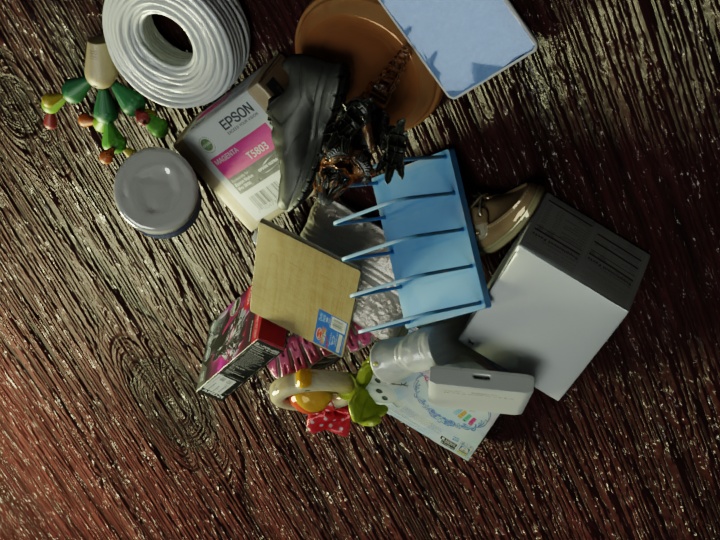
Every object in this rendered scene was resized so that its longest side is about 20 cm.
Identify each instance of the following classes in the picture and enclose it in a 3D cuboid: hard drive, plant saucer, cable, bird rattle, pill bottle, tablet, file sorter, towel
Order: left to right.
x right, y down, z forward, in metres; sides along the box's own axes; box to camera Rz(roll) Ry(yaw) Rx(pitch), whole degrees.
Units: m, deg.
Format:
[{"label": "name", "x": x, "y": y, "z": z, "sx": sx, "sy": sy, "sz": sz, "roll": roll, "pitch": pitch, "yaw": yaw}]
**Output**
[{"label": "pill bottle", "x": -0.270, "y": -0.100, "z": 1.798, "sx": 0.110, "sy": 0.111, "sz": 0.200, "roll": 35, "pitch": 175, "yaw": -3}, {"label": "cable", "x": -0.236, "y": -0.302, "z": 1.682, "sx": 0.198, "sy": 0.069, "sz": 0.201, "roll": -9, "pitch": 123, "yaw": 36}, {"label": "bird rattle", "x": -0.053, "y": 0.169, "z": 1.895, "sx": 0.162, "sy": 0.114, "sz": 0.199, "roll": 12, "pitch": 163, "yaw": -31}, {"label": "towel", "x": 0.000, "y": 0.000, "z": 1.790, "sx": 0.199, "sy": 0.034, "sz": 0.133, "roll": 30, "pitch": 100, "yaw": 3}, {"label": "plant saucer", "x": 0.006, "y": -0.247, "z": 1.612, "sx": 0.198, "sy": 0.038, "sz": 0.202, "roll": 17, "pitch": 135, "yaw": 17}, {"label": "file sorter", "x": 0.052, "y": -0.031, "z": 1.646, "sx": 0.138, "sy": 0.122, "sz": 0.202, "roll": -17, "pitch": 85, "yaw": 44}, {"label": "tablet", "x": 0.098, "y": -0.301, "z": 1.510, "sx": 0.129, "sy": 0.014, "sz": 0.201, "roll": -28, "pitch": 111, "yaw": 30}, {"label": "hard drive", "x": 0.154, "y": 0.158, "z": 1.737, "sx": 0.130, "sy": 0.027, "sz": 0.200, "roll": 6, "pitch": 167, "yaw": 4}]

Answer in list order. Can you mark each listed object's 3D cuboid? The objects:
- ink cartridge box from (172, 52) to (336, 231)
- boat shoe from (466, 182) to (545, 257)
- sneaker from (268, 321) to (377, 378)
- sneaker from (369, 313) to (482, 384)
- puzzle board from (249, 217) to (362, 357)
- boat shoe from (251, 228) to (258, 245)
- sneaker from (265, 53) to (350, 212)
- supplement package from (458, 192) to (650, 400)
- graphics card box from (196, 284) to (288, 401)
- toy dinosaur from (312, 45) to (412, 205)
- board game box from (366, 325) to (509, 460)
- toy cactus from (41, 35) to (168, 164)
[{"label": "ink cartridge box", "x": -0.124, "y": -0.162, "z": 1.739, "sx": 0.165, "sy": 0.075, "sz": 0.199, "roll": 47, "pitch": 136, "yaw": -16}, {"label": "boat shoe", "x": 0.152, "y": -0.061, "z": 1.667, "sx": 0.064, "sy": 0.072, "sz": 0.200, "roll": 41, "pitch": 138, "yaw": -10}, {"label": "sneaker", "x": -0.039, "y": 0.094, "z": 1.925, "sx": 0.199, "sy": 0.087, "sz": 0.074, "roll": -29, "pitch": 86, "yaw": 21}, {"label": "sneaker", "x": 0.086, "y": 0.100, "z": 1.768, "sx": 0.115, "sy": 0.199, "sz": 0.075, "roll": -17, "pitch": 84, "yaw": 29}, {"label": "puzzle board", "x": -0.075, "y": 0.024, "z": 1.777, "sx": 0.149, "sy": 0.017, "sz": 0.201, "roll": 26, "pitch": 144, "yaw": 11}, {"label": "boat shoe", "x": -0.056, "y": -0.014, "z": 1.849, "sx": 0.199, "sy": 0.072, "sz": 0.062, "roll": 31, "pitch": 100, "yaw": 5}, {"label": "sneaker", "x": -0.076, "y": -0.170, "z": 1.621, "sx": 0.090, "sy": 0.076, "sz": 0.202, "roll": 20, "pitch": 109, "yaw": 8}, {"label": "supplement package", "x": 0.241, "y": 0.036, "z": 1.671, "sx": 0.155, "sy": 0.111, "sz": 0.201, "roll": 31, "pitch": 138, "yaw": 3}, {"label": "graphics card box", "x": -0.168, "y": 0.096, "z": 1.957, "sx": 0.050, "sy": 0.127, "sz": 0.200, "roll": 23, "pitch": 143, "yaw": -22}, {"label": "toy dinosaur", "x": -0.002, "y": -0.168, "z": 1.556, "sx": 0.101, "sy": 0.136, "sz": 0.202, "roll": 6, "pitch": 105, "yaw": -9}, {"label": "board game box", "x": 0.111, "y": 0.159, "z": 1.909, "sx": 0.199, "sy": 0.044, "sz": 0.200, "roll": 30, "pitch": 138, "yaw": 4}, {"label": "toy cactus", "x": -0.358, "y": -0.234, "z": 1.813, "sx": 0.198, "sy": 0.102, "sz": 0.167, "roll": 20, "pitch": 126, "yaw": 27}]
